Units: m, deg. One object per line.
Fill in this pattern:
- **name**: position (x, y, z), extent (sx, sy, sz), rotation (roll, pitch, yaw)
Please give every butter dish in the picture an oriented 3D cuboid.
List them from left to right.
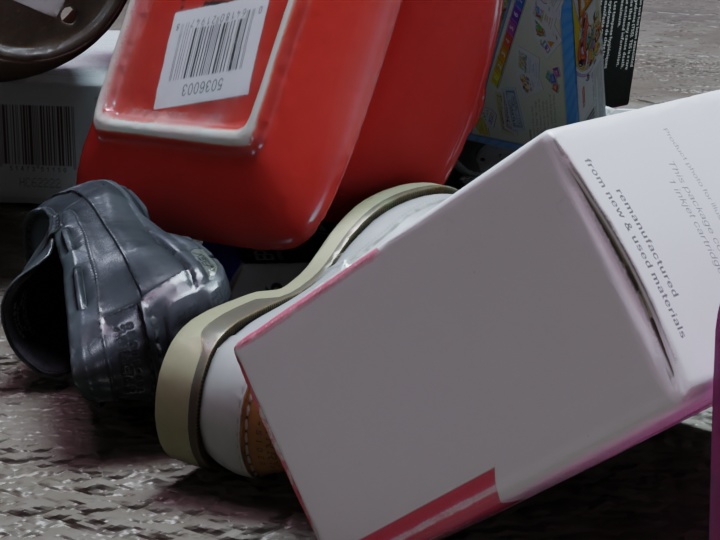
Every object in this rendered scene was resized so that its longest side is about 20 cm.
- **butter dish**: position (-0.007, -0.094, 0.826), extent (0.148, 0.200, 0.200), rotation (22, -7, -37)

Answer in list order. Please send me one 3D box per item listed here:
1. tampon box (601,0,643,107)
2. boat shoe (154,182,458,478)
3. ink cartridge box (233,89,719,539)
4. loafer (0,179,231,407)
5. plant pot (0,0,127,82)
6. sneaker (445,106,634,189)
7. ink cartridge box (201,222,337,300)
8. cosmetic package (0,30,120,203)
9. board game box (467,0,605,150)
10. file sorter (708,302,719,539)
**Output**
- **tampon box**: position (0.054, -0.168, 1.176), extent (0.200, 0.127, 0.150), rotation (-11, 26, -38)
- **boat shoe**: position (0.010, 0.024, 0.694), extent (0.068, 0.075, 0.200), rotation (12, 28, 27)
- **ink cartridge box**: position (0.083, 0.010, 0.597), extent (0.200, 0.085, 0.146), rotation (-14, -15, -48)
- **loafer**: position (-0.107, 0.007, 0.743), extent (0.070, 0.068, 0.200), rotation (-15, 17, -19)
- **plant pot**: position (-0.179, -0.165, 0.907), extent (0.186, 0.187, 0.200), rotation (-5, 19, -21)
- **sneaker**: position (0.109, -0.037, 0.951), extent (0.200, 0.075, 0.115), rotation (16, 36, 42)
- **ink cartridge box**: position (0.000, 0.000, 0.837), extent (0.199, 0.039, 0.099), rotation (-3, 16, -10)
- **cosmetic package**: position (-0.152, -0.092, 1.111), extent (0.101, 0.071, 0.200), rotation (3, 16, 13)
- **board game box**: position (0.042, -0.149, 0.883), extent (0.134, 0.200, 0.034), rotation (14, 46, 23)
- **file sorter**: position (0.201, 0.046, 0.499), extent (0.200, 0.126, 0.139), rotation (-13, 20, -41)
